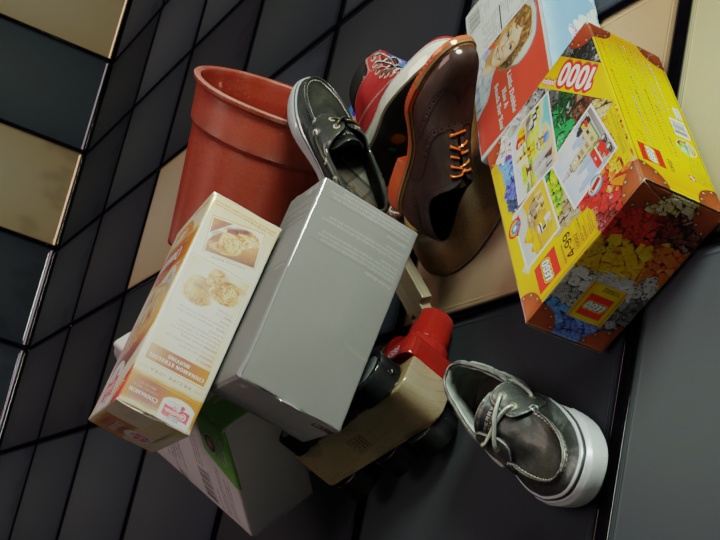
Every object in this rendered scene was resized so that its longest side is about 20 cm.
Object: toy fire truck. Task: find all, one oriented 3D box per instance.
[{"bbox_3d":[0.018,0.082,1.267,0.176,0.128,0.201,-39,18,44],"label":"toy fire truck"}]

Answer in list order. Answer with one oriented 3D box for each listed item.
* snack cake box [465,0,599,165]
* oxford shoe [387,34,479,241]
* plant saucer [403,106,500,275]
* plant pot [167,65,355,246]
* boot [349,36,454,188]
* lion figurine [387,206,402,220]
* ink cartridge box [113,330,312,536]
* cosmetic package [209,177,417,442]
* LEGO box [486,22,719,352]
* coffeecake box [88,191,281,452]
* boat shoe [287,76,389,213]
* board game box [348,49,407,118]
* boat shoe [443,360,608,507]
[{"bbox_3d":[0.156,-0.190,1.206,0.115,0.066,0.202,-48,30,40],"label":"snack cake box"},{"bbox_3d":[0.080,-0.115,1.203,0.073,0.070,0.202,49,146,33],"label":"oxford shoe"},{"bbox_3d":[0.092,-0.097,1.320,0.201,0.035,0.202,-50,29,41],"label":"plant saucer"},{"bbox_3d":[-0.118,-0.098,1.504,0.201,0.198,0.198,-125,52,-64],"label":"plant pot"},{"bbox_3d":[0.042,-0.197,1.368,0.200,0.071,0.146,-51,34,46],"label":"boot"},{"bbox_3d":[0.000,0.000,1.385,0.200,0.072,0.124,-37,-41,-52],"label":"lion figurine"},{"bbox_3d":[-0.148,0.146,1.354,0.199,0.084,0.147,31,143,42],"label":"ink cartridge box"},{"bbox_3d":[-0.040,0.035,1.175,0.090,0.106,0.202,-24,38,63],"label":"cosmetic package"},{"bbox_3d":[0.179,-0.066,1.033,0.150,0.076,0.201,-54,27,33],"label":"LEGO box"},{"bbox_3d":[-0.159,0.051,1.214,0.202,0.072,0.153,-67,14,-20],"label":"coffeecake box"},{"bbox_3d":[-0.016,-0.116,1.319,0.057,0.068,0.202,-56,46,49],"label":"boat shoe"},{"bbox_3d":[0.008,-0.128,1.530,0.202,0.044,0.153,-62,24,21],"label":"board game box"},{"bbox_3d":[0.115,0.122,1.031,0.073,0.070,0.200,-68,23,4],"label":"boat shoe"}]
